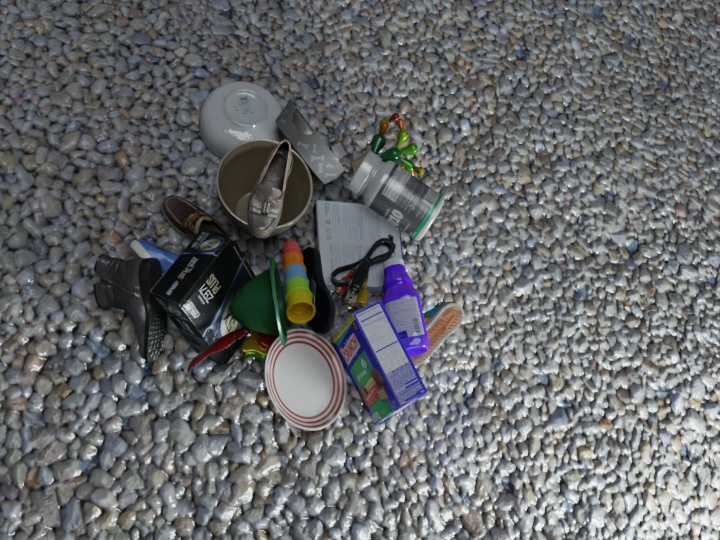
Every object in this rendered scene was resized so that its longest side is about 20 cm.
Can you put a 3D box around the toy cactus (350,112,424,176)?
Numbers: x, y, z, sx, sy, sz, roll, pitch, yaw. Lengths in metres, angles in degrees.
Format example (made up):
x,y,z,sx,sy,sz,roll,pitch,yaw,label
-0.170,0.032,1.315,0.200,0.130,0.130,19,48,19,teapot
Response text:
x,y,z,sx,sy,sz,roll,pitch,yaw,label
0.056,-0.265,1.606,0.161,0.102,0.205,-17,76,-1,toy cactus

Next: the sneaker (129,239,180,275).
x,y,z,sx,sy,sz,roll,pitch,yaw,label
-0.360,-0.017,1.380,0.199,0.077,0.112,40,70,-3,sneaker

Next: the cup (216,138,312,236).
x,y,z,sx,sy,sz,roll,pitch,yaw,label
-0.208,-0.151,1.442,0.195,0.144,0.205,5,68,-13,cup

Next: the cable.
x,y,z,sx,sy,sz,roll,pitch,yaw,label
0.000,0.000,1.465,0.096,0.051,0.202,30,52,2,cable

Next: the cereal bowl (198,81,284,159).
x,y,z,sx,sy,sz,roll,pitch,yaw,label
-0.263,-0.343,1.537,0.195,0.083,0.205,5,68,-13,cereal bowl

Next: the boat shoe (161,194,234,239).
x,y,z,sx,sy,sz,roll,pitch,yaw,label
-0.331,-0.095,1.424,0.199,0.072,0.072,42,64,3,boat shoe

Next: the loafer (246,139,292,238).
x,y,z,sx,sy,sz,roll,pitch,yaw,label
-0.177,-0.165,1.342,0.070,0.063,0.204,16,65,-8,loafer

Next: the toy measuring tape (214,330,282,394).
x,y,z,sx,sy,sz,roll,pitch,yaw,label
-0.207,0.174,1.356,0.073,0.074,0.202,34,64,0,toy measuring tape

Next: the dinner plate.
x,y,z,sx,sy,sz,roll,pitch,yaw,label
-0.111,0.216,1.362,0.197,0.024,0.205,19,59,-35,dinner plate

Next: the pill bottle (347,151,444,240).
x,y,z,sx,sy,sz,roll,pitch,yaw,label
0.077,-0.167,1.506,0.198,0.113,0.114,34,64,-1,pill bottle

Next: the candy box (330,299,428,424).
x,y,z,sx,sy,sz,roll,pitch,yaw,label
0.033,0.185,1.362,0.076,0.169,0.203,-21,75,-24,candy box

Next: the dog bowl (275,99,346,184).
x,y,z,sx,sy,sz,roll,pitch,yaw,label
-0.112,-0.276,1.500,0.058,0.200,0.201,-38,82,5,dog bowl

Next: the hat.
x,y,z,sx,sy,sz,roll,pitch,yaw,label
-0.234,0.074,1.283,0.171,0.200,0.170,-10,94,-2,hat

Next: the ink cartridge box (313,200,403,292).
x,y,z,sx,sy,sz,roll,pitch,yaw,label
-0.004,-0.052,1.518,0.195,0.043,0.201,3,68,-18,ink cartridge box

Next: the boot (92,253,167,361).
x,y,z,sx,sy,sz,roll,pitch,yaw,label
-0.449,0.071,1.328,0.128,0.070,0.206,1,92,14,boot

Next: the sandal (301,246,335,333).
x,y,z,sx,sy,sz,roll,pitch,yaw,label
-0.102,0.044,1.427,0.042,0.076,0.204,11,48,-39,sandal

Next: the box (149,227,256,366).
x,y,z,sx,sy,sz,roll,pitch,yaw,label
-0.279,0.052,1.304,0.085,0.202,0.165,17,58,31,box

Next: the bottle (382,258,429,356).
x,y,z,sx,sy,sz,roll,pitch,yaw,label
0.086,0.076,1.417,0.081,0.066,0.205,-13,66,4,bottle

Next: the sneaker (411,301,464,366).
x,y,z,sx,sy,sz,roll,pitch,yaw,label
0.135,0.141,1.472,0.198,0.080,0.072,-37,97,-5,sneaker

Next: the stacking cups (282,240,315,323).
x,y,z,sx,sy,sz,roll,pitch,yaw,label
-0.136,0.019,1.408,0.059,0.062,0.202,0,40,-15,stacking cups
